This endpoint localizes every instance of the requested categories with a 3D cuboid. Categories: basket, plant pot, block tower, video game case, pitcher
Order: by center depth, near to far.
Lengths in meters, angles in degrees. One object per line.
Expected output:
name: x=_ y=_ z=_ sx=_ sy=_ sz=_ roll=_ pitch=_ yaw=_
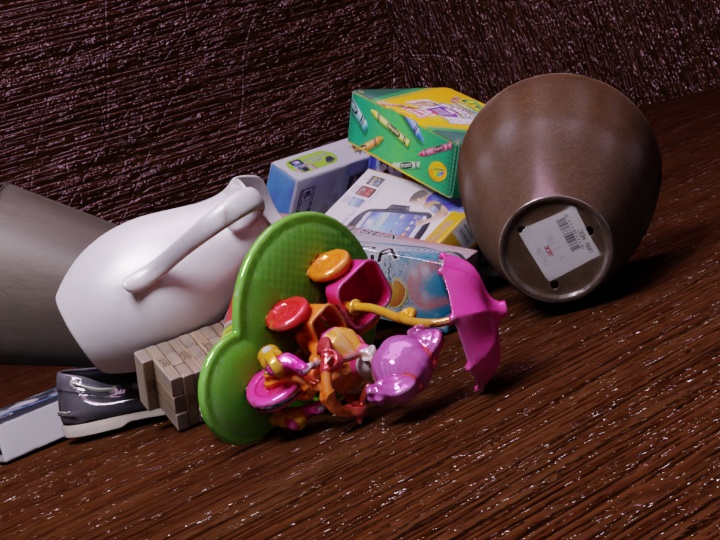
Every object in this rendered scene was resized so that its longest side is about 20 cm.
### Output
pitcher: x=-0.157 y=-0.003 z=1.345 sx=0.200 sy=0.121 sz=0.172 roll=-33 pitch=-9 yaw=1
block tower: x=-0.086 y=0.069 z=1.349 sx=0.200 sy=0.054 sz=0.058 roll=-20 pitch=37 yaw=-24
plant pot: x=0.169 y=-0.054 z=1.381 sx=0.186 sy=0.187 sz=0.200 roll=-15 pitch=18 yaw=13
basket: x=-0.262 y=0.023 z=1.558 sx=0.199 sy=0.181 sz=0.136 roll=12 pitch=0 yaw=2
video game case: x=-0.038 y=-0.047 z=1.761 sx=0.181 sy=0.200 sz=0.045 roll=-21 pitch=48 yaw=-42

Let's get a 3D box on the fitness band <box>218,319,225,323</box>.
fitness band: x=-0.090 y=0.026 z=1.490 sx=0.143 sy=0.038 sz=0.200 roll=3 pitch=17 yaw=2

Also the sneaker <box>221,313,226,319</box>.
sneaker: x=-0.170 y=0.012 z=1.714 sx=0.088 sy=0.082 sz=0.200 roll=7 pitch=28 yaw=-2

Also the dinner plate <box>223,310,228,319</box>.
dinner plate: x=-0.045 y=0.021 z=1.607 sx=0.200 sy=0.024 sz=0.200 roll=-14 pitch=26 yaw=7

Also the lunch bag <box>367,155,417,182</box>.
lunch bag: x=0.126 y=-0.067 z=1.720 sx=0.200 sy=0.124 sz=0.170 roll=29 pitch=32 yaw=31

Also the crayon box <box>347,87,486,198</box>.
crayon box: x=0.088 y=-0.129 z=1.592 sx=0.118 sy=0.058 sz=0.200 roll=-5 pitch=22 yaw=-31

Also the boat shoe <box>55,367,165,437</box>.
boat shoe: x=-0.172 y=0.093 z=1.412 sx=0.199 sy=0.063 sz=0.073 roll=-15 pitch=3 yaw=2

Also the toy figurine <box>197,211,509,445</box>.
toy figurine: x=0.009 y=0.049 z=1.131 sx=0.184 sy=0.150 sz=0.200 roll=2 pitch=40 yaw=44

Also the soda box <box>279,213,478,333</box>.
soda box: x=0.000 y=0.000 z=1.440 sx=0.199 sy=0.064 sz=0.068 roll=11 pitch=17 yaw=19

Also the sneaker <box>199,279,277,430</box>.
sneaker: x=-0.084 y=0.049 z=1.256 sx=0.077 sy=0.085 sz=0.200 roll=0 pitch=34 yaw=5

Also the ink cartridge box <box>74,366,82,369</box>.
ink cartridge box: x=-0.242 y=0.079 z=1.716 sx=0.116 sy=0.068 sz=0.200 roll=-16 pitch=5 yaw=2

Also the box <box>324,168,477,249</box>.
box: x=0.023 y=-0.036 z=1.571 sx=0.119 sy=0.042 sz=0.200 roll=-47 pitch=38 yaw=-19

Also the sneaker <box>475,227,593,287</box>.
sneaker: x=0.147 y=-0.026 z=1.549 sx=0.200 sy=0.076 sz=0.114 roll=-20 pitch=7 yaw=-14

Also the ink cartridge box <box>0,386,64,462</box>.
ink cartridge box: x=-0.269 y=0.127 z=1.498 sx=0.200 sy=0.039 sz=0.099 roll=-21 pitch=6 yaw=-38
